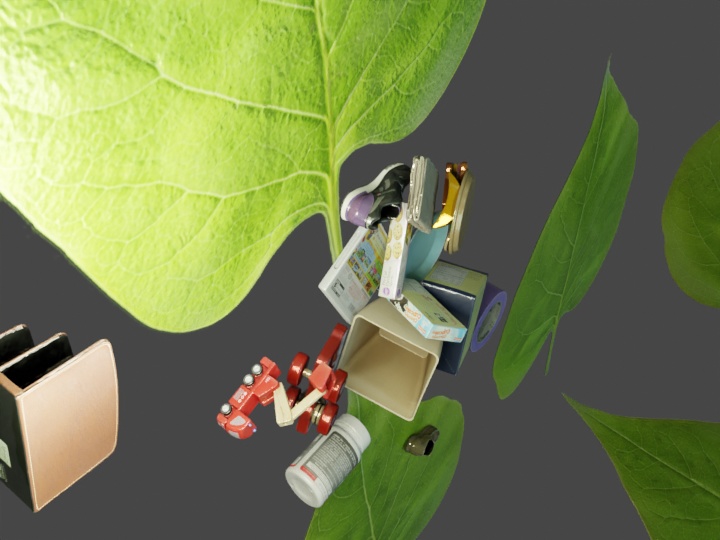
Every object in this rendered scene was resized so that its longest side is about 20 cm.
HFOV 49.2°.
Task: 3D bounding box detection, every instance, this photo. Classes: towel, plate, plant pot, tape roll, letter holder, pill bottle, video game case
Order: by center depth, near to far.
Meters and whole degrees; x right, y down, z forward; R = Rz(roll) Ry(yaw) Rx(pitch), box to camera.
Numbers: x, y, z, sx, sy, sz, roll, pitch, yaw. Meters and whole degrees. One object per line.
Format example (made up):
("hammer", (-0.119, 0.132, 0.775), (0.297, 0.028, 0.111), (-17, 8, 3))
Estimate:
("letter holder", (-0.385, 0.166, 0.977), (0.142, 0.099, 0.203), (-36, 145, -45))
("towel", (0.126, -0.152, 1.595), (0.200, 0.034, 0.136), (22, 76, -75))
("video game case", (0.000, 0.000, 1.611), (0.184, 0.023, 0.200), (-55, 153, -11))
("plant pot", (0.081, 0.168, 1.744), (0.178, 0.197, 0.203), (-53, 165, -53))
("plate", (0.139, -0.050, 1.814), (0.200, 0.025, 0.203), (-43, 150, -32))
("pill bottle", (-0.071, 0.437, 1.823), (0.200, 0.113, 0.115), (-42, 149, -33))
("tape roll", (0.346, 0.132, 2.320), (0.200, 0.084, 0.202), (-43, 151, -32))

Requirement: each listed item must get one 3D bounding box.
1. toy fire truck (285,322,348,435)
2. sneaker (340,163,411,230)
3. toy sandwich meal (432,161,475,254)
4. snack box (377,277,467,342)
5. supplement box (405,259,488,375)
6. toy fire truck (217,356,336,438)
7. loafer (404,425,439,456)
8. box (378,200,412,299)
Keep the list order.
("toy fire truck", (-0.080, 0.228, 1.617), (0.168, 0.110, 0.204), (-54, 162, -59))
("sneaker", (0.053, -0.132, 1.495), (0.199, 0.087, 0.077), (-39, 148, -39))
("toy sandwich meal", (0.201, -0.139, 1.712), (0.205, 0.069, 0.210), (14, 89, -78))
("snack box", (0.128, 0.079, 1.690), (0.115, 0.200, 0.038), (11, 114, -42))
("supplement box", (0.210, 0.107, 1.903), (0.200, 0.131, 0.204), (-43, 147, -65))
("toy fire truck", (-0.152, 0.234, 1.431), (0.201, 0.140, 0.049), (-52, 154, -18))
("loafer", (0.209, 0.557, 2.523), (0.199, 0.067, 0.077), (-11, 126, -58))
("box", (0.077, -0.043, 1.629), (0.039, 0.041, 0.205), (-12, 114, -65))
